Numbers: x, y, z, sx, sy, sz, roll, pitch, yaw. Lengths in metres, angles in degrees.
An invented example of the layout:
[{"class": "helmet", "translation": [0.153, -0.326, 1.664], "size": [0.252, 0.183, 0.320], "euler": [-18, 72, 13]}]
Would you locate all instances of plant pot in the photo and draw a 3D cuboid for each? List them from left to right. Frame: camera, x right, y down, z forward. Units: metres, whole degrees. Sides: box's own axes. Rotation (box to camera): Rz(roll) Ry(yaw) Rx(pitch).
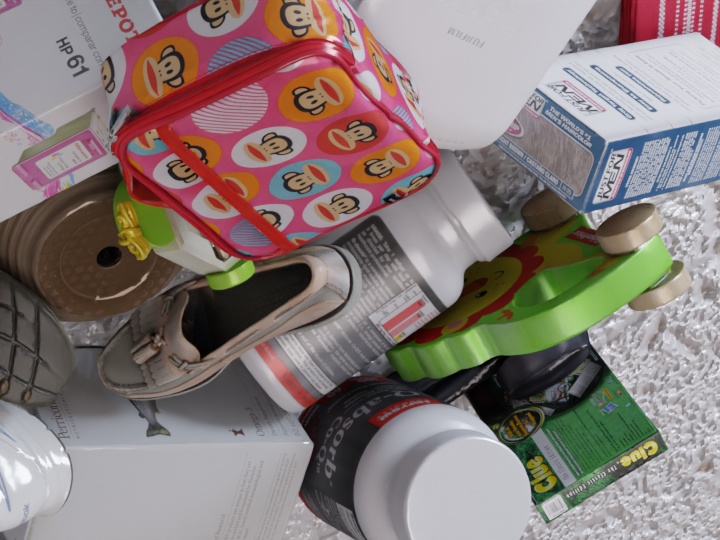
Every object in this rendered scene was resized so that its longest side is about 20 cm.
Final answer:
[{"class": "plant pot", "translation": [-0.179, -0.036, 1.600], "size": [0.200, 0.093, 0.201], "euler": [-13, 129, -17]}]

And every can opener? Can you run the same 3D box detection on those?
[{"class": "can opener", "translation": [0.076, 0.072, 1.832], "size": [0.200, 0.079, 0.063], "euler": [-27, 127, 13]}]

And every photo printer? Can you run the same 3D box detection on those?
[{"class": "photo printer", "translation": [0.057, -0.171, 1.511], "size": [0.166, 0.069, 0.200], "euler": [20, 115, -36]}]

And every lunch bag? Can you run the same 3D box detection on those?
[{"class": "lunch bag", "translation": [-0.063, -0.085, 1.424], "size": [0.176, 0.082, 0.200], "euler": [-23, 151, 15]}]

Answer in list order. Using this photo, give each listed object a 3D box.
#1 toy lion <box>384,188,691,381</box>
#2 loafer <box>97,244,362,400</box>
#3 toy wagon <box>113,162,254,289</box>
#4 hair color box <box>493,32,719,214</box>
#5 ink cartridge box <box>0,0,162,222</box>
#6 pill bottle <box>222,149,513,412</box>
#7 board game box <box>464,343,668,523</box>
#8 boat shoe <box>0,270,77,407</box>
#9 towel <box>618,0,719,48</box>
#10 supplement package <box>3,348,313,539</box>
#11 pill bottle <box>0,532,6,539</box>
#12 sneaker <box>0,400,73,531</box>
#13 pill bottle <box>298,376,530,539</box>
[{"class": "toy lion", "translation": [0.109, 0.019, 1.720], "size": [0.192, 0.200, 0.069], "euler": [-33, 108, -14]}, {"class": "loafer", "translation": [-0.098, 0.030, 1.619], "size": [0.200, 0.072, 0.063], "euler": [-23, 166, 19]}, {"class": "toy wagon", "translation": [-0.107, -0.066, 1.558], "size": [0.200, 0.040, 0.155], "euler": [-43, 117, -48]}, {"class": "hair color box", "translation": [0.191, -0.103, 1.651], "size": [0.200, 0.100, 0.061], "euler": [-13, 132, -42]}, {"class": "ink cartridge box", "translation": [-0.213, -0.120, 1.469], "size": [0.200, 0.145, 0.085], "euler": [-27, 148, -5]}, {"class": "pill bottle", "translation": [0.000, 0.000, 1.697], "size": [0.200, 0.116, 0.116], "euler": [-35, 133, 4]}, {"class": "board game box", "translation": [0.147, 0.107, 1.798], "size": [0.105, 0.200, 0.023], "euler": [-29, 117, 0]}, {"class": "boat shoe", "translation": [-0.272, 0.013, 1.568], "size": [0.200, 0.074, 0.076], "euler": [36, 92, -12]}, {"class": "towel", "translation": [0.276, -0.170, 1.762], "size": [0.200, 0.022, 0.145], "euler": [-14, 131, -16]}, {"class": "supplement package", "translation": [-0.155, 0.134, 1.728], "size": [0.200, 0.117, 0.117], "euler": [1, 125, -27]}, {"class": "pill bottle", "translation": [-0.262, 0.266, 1.781], "size": [0.116, 0.116, 0.200], "euler": [1, 126, -26]}, {"class": "sneaker", "translation": [-0.279, 0.092, 1.594], "size": [0.075, 0.200, 0.087], "euler": [-54, 168, 31]}, {"class": "pill bottle", "translation": [0.035, 0.145, 1.711], "size": [0.116, 0.200, 0.116], "euler": [-3, 98, -23]}]
